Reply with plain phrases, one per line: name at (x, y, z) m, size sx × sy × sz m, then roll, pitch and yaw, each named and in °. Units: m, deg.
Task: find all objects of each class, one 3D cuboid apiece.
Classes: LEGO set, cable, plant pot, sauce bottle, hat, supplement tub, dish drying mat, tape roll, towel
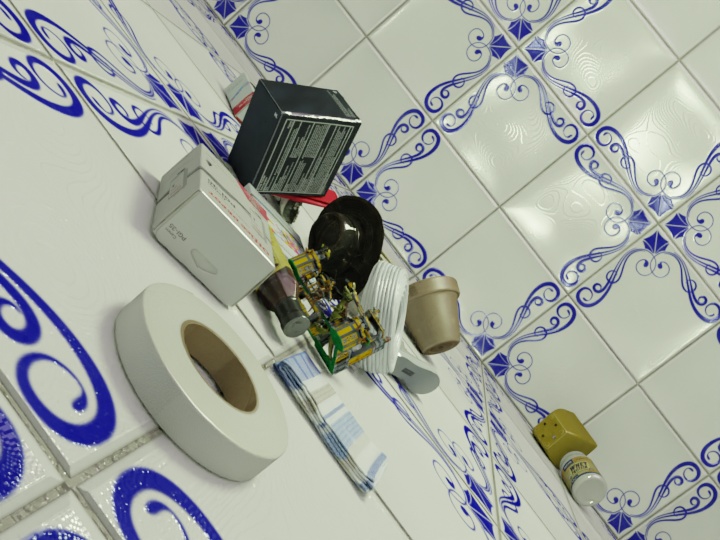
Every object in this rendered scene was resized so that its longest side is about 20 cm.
LEGO set at (-0.025, 0.051, 1.125) m, size 0.201 × 0.115 × 0.155 m, roll 52°, pitch -26°, yaw 32°
cable at (0.041, 0.085, 1.323) m, size 0.068 × 0.203 × 0.200 m, roll 9°, pitch -3°, yaw 10°
plant pot at (0.848, 0.708, 3.139) m, size 0.199 × 0.195 × 0.195 m, roll 35°, pitch 17°, yaw -42°
sauce bottle at (-0.126, 0.011, 1.072) m, size 0.066 × 0.066 × 0.201 m, roll 42°, pitch 11°, yaw -49°
hat at (-0.050, -0.047, 1.371) m, size 0.080 × 0.201 × 0.202 m, roll 9°, pitch 40°, yaw -53°
supplement tub at (0.889, 0.832, 2.956) m, size 0.145 × 0.144 × 0.200 m, roll 49°, pitch 8°, yaw -16°
plant pot at (0.201, 0.134, 2.057) m, size 0.200 × 0.198 × 0.177 m, roll 36°, pitch 35°, yaw -62°
dish drying mat at (-0.141, -0.175, 1.584) m, size 0.197 × 0.018 × 0.077 m, roll 13°, pitch 34°, yaw -21°
tape roll at (-0.144, 0.100, 0.691) m, size 0.203 × 0.037 × 0.203 m, roll 51°, pitch 9°, yaw -11°
towel at (-0.033, 0.192, 0.967) m, size 0.201 × 0.024 × 0.147 m, roll 53°, pitch 7°, yaw 8°

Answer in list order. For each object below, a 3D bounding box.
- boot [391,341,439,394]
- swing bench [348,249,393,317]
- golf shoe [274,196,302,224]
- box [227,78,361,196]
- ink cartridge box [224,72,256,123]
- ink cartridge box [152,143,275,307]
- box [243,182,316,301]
boot at (0.095, 0.183, 1.540) m, size 0.200 × 0.073 × 0.096 m, roll 42°, pitch 19°, yaw -46°
swing bench at (0.000, 0.000, 1.619) m, size 0.200 × 0.129 × 0.200 m, roll 51°, pitch 8°, yaw -11°
golf shoe at (-0.170, -0.166, 1.661) m, size 0.087 × 0.078 × 0.201 m, roll 19°, pitch 23°, yaw -6°
box at (-0.137, -0.266, 1.501) m, size 0.196 × 0.201 × 0.124 m, roll -3°, pitch 46°, yaw -40°
ink cartridge box at (-0.297, -0.452, 2.084) m, size 0.146 × 0.083 × 0.201 m, roll 45°, pitch 11°, yaw -38°
ink cartridge box at (-0.191, -0.064, 0.975) m, size 0.147 × 0.082 × 0.201 m, roll 48°, pitch 9°, yaw -26°
box at (-0.152, -0.054, 1.310) m, size 0.156 × 0.041 × 0.201 m, roll 47°, pitch 10°, yaw -31°
